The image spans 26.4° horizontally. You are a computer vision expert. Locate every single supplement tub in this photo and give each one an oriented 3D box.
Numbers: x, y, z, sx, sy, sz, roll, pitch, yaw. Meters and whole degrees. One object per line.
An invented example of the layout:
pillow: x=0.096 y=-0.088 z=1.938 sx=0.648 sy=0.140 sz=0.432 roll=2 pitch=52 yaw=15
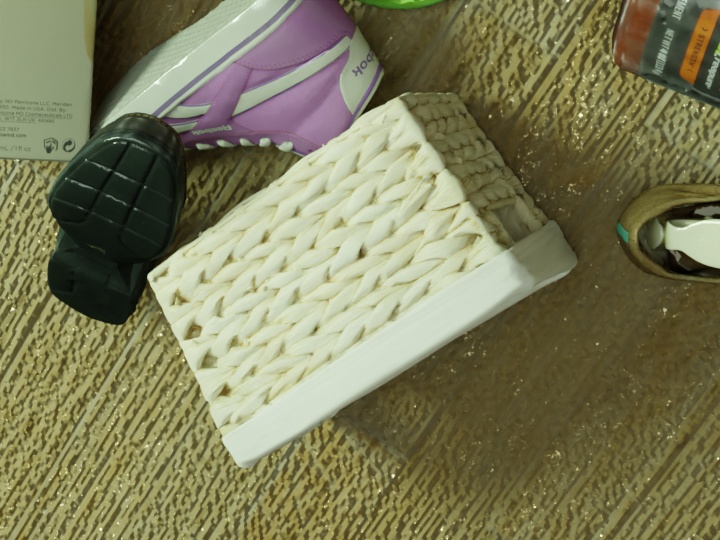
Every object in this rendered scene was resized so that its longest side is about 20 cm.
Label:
supplement tub: x=0.235 y=-0.118 z=0.775 sx=0.198 sy=0.107 sz=0.108 roll=23 pitch=105 yaw=12

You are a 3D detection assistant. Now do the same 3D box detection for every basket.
basket: x=0.000 y=0.000 z=0.856 sx=0.199 sy=0.135 sz=0.124 roll=-33 pitch=85 yaw=20

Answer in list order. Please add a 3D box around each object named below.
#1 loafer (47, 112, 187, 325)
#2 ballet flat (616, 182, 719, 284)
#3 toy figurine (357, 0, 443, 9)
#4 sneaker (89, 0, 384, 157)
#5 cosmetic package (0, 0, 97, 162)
loafer: x=-0.133 y=-0.042 z=0.867 sx=0.072 sy=0.073 sz=0.200 roll=28 pitch=151 yaw=-8
ballet flat: x=0.232 y=-0.016 z=0.811 sx=0.197 sy=0.072 sz=0.069 roll=5 pitch=101 yaw=16
toy figurine: x=0.014 y=-0.230 z=0.783 sx=0.150 sy=0.184 sz=0.200 roll=43 pitch=108 yaw=6
sneaker: x=-0.073 y=-0.087 z=0.896 sx=0.199 sy=0.073 sz=0.114 roll=-25 pitch=121 yaw=38
cosmetic package: x=-0.196 y=-0.171 z=0.894 sx=0.070 sy=0.105 sz=0.203 roll=1 pitch=104 yaw=-23
